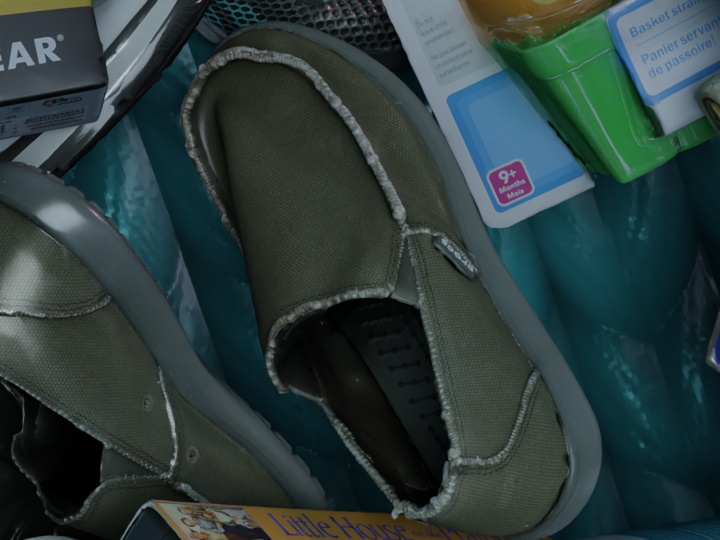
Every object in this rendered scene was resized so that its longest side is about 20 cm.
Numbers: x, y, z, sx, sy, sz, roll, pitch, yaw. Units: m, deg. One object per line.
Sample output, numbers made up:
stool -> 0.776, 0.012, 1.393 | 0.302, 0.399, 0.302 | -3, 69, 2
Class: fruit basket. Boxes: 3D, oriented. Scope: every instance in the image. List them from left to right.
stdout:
fruit basket -> 0.085, -0.138, 0.761 | 0.185, 0.094, 0.200 | -27, 113, -6

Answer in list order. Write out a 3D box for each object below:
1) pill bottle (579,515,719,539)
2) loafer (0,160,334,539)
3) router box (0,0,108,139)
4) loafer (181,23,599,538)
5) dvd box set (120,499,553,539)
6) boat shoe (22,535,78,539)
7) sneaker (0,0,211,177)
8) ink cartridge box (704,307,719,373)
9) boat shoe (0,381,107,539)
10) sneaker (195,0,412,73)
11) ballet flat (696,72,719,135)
pill bottle -> 0.111, 0.140, 0.773 | 0.200, 0.111, 0.111 | 0, 92, -47
loafer -> -0.076, 0.055, 0.733 | 0.070, 0.075, 0.200 | -48, 122, -20
router box -> -0.187, -0.106, 0.679 | 0.199, 0.052, 0.158 | -12, 82, -12
loafer -> 0.000, 0.000, 0.740 | 0.200, 0.070, 0.075 | 54, 124, 22
dvd box set -> -0.028, 0.142, 0.744 | 0.200, 0.029, 0.147 | 12, 114, -52
boat shoe -> -0.147, 0.174, 0.752 | 0.200, 0.062, 0.073 | -47, 135, 14
sneaker -> -0.147, -0.063, 0.754 | 0.200, 0.076, 0.115 | -42, 96, 13
ink cartridge box -> 0.217, 0.016, 0.831 | 0.200, 0.041, 0.200 | 33, 55, -12
boat shoe -> -0.139, 0.068, 0.779 | 0.199, 0.074, 0.076 | 9, 79, -34
sneaker -> -0.047, -0.121, 0.783 | 0.199, 0.091, 0.078 | 21, 87, -16
ballet flat -> 0.152, 0.026, 0.730 | 0.062, 0.067, 0.201 | -14, 83, -3
